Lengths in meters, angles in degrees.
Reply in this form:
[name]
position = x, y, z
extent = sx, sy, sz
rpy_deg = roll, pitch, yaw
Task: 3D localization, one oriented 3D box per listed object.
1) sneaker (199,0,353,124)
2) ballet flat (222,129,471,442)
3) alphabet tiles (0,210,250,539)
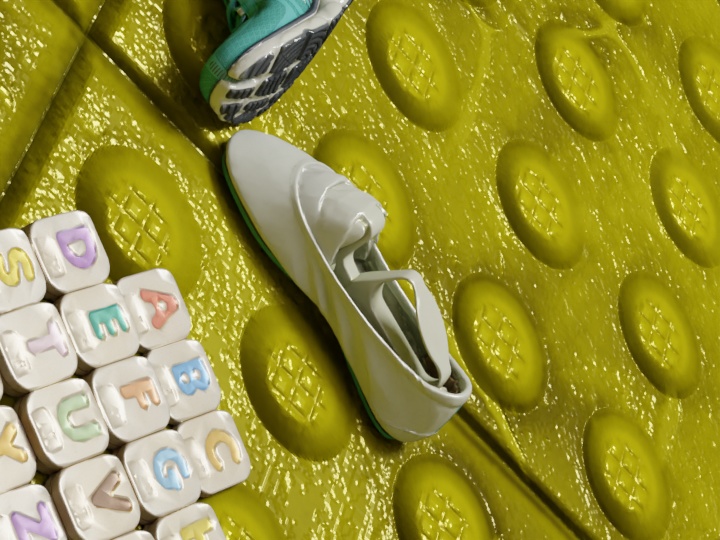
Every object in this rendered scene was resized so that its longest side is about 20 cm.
[sneaker]
position = -0.053, -0.150, 1.470
extent = 0.080, 0.078, 0.200
rpy_deg = 36, 36, -5
[ballet flat]
position = 0.000, 0.000, 1.432
extent = 0.201, 0.069, 0.069
rpy_deg = 59, 36, -6
[alphabet tiles]
position = -0.130, 0.070, 1.269
extent = 0.195, 0.015, 0.201
rpy_deg = -17, 83, -54
